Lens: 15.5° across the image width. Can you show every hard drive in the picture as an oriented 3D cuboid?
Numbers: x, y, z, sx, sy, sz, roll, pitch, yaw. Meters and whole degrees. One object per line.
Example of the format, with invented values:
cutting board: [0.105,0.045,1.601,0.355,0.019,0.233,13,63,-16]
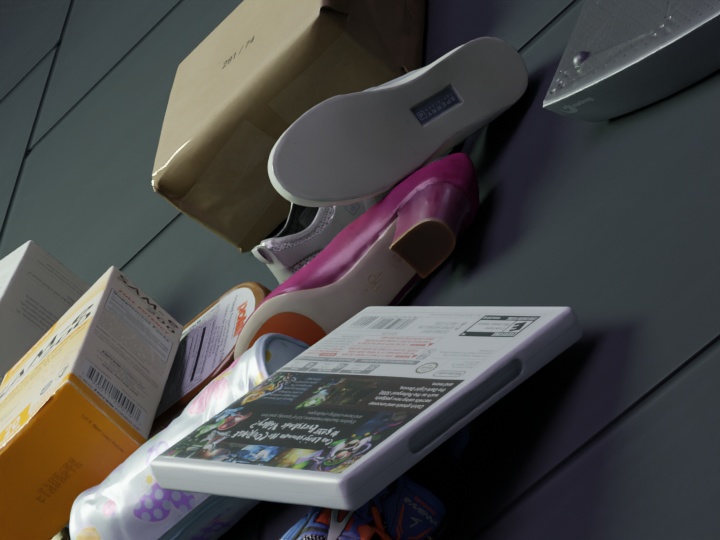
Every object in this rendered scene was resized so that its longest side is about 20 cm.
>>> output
hard drive: [0.202,-0.166,1.594,0.200,0.042,0.135,-28,30,48]

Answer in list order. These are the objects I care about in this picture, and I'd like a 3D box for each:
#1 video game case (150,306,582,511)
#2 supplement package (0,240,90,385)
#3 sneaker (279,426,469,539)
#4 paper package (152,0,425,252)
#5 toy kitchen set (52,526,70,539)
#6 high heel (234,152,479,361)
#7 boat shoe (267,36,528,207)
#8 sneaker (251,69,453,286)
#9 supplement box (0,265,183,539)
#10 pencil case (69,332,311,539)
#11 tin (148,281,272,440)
video game case: [0.001,0.074,1.488,0.181,0.023,0.200,-35,19,-30]
supplement package: [-0.278,0.103,2.047,0.120,0.121,0.201,-30,28,44]
sneaker: [0.006,0.143,1.440,0.078,0.075,0.201,-29,31,40]
paper package: [-0.054,-0.146,2.023,0.200,0.103,0.191,-42,22,25]
toy kitchen set: [-0.294,0.250,1.742,0.200,0.180,0.163,-44,22,16]
high heel: [0.000,0.000,1.726,0.199,0.067,0.096,-31,20,29]
boat shoe: [0.021,-0.088,1.747,0.200,0.070,0.072,-28,-8,-25]
sneaker: [-0.001,-0.065,1.797,0.075,0.082,0.201,-18,38,56]
supplement box: [-0.199,0.095,1.819,0.126,0.073,0.200,-44,13,18]
pencil case: [-0.096,0.126,1.670,0.200,0.083,0.091,-42,15,23]
tin: [-0.123,0.084,1.873,0.200,0.042,0.112,-39,27,30]
